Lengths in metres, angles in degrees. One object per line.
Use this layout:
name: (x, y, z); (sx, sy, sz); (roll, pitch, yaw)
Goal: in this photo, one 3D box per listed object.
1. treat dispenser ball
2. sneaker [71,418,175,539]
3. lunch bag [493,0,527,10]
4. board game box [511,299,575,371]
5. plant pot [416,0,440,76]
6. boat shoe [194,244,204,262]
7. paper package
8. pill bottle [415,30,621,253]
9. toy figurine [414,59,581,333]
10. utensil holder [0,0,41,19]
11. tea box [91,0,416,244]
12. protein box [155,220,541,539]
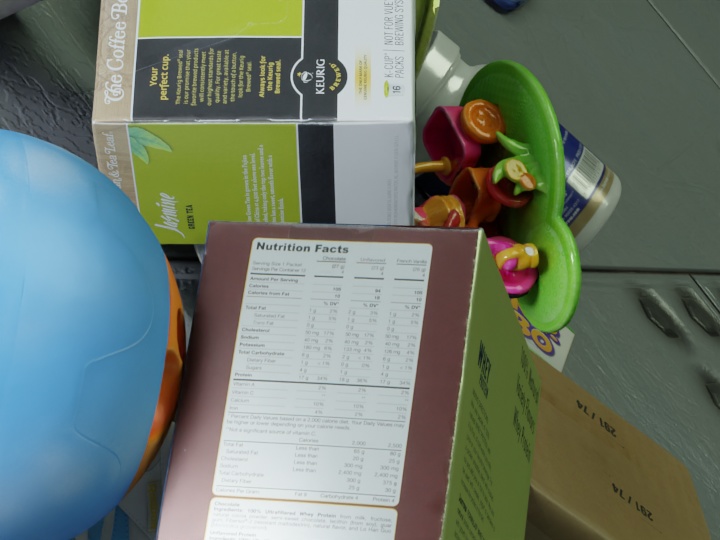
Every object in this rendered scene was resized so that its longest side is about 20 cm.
treat dispenser ball: (-0.180, 0.035, 1.101); (0.201, 0.201, 0.201); (37, 24, -19)
sneaker: (-0.101, 0.124, 1.239); (0.076, 0.081, 0.201); (11, 49, -55)
lunch bag: (0.140, -0.359, 2.513); (0.160, 0.076, 0.200); (43, 23, -1)
board game box: (0.113, 0.051, 1.824); (0.096, 0.030, 0.200); (44, 20, -5)
plant pot: (-0.066, -0.192, 1.732); (0.183, 0.201, 0.201); (17, 32, -20)
boat shoe: (-0.033, 0.037, 1.529); (0.201, 0.070, 0.072); (47, 19, -3)
paper package: (0.131, 0.162, 1.561); (0.200, 0.103, 0.191); (35, 23, -23)
pill bottle: (0.105, -0.094, 1.936); (0.200, 0.116, 0.116); (42, 22, -9)
toy figurine: (0.030, -0.041, 1.601); (0.183, 0.150, 0.201); (-5, 60, -26)
utensil holder: (-0.244, -0.243, 1.514); (0.170, 0.170, 0.200); (45, 24, 0)
tea box: (-0.062, -0.134, 1.500); (0.195, 0.134, 0.201); (1, 57, 0)
protein box: (-0.001, 0.107, 1.150); (0.199, 0.134, 0.201); (62, 33, -63)
